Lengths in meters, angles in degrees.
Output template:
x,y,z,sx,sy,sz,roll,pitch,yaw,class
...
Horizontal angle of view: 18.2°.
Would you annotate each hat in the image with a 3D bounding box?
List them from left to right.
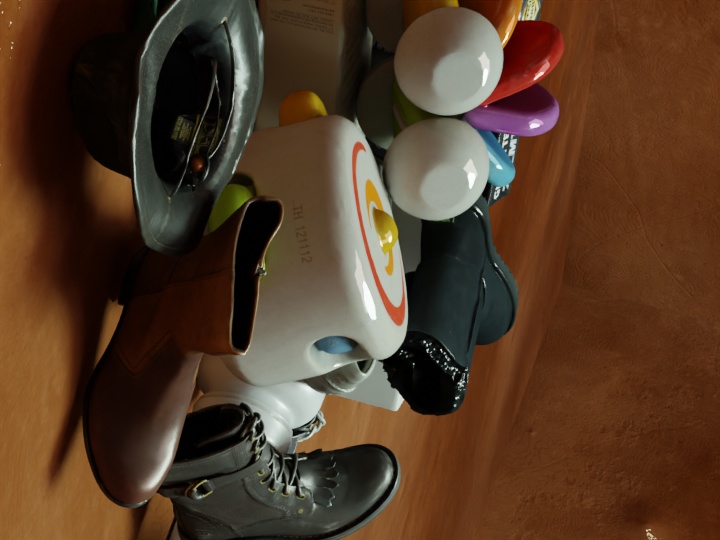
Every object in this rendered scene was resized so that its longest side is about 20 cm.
x,y,z,sx,sy,sz,roll,pitch,yaw,class
-0.128,-0.108,1.363,0.200,0.080,0.202,17,90,-74,hat

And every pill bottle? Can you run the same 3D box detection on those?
x,y,z,sx,sy,sz,roll,pitch,yaw,class
-0.069,0.055,1.807,0.109,0.108,0.201,86,21,-59,pill bottle

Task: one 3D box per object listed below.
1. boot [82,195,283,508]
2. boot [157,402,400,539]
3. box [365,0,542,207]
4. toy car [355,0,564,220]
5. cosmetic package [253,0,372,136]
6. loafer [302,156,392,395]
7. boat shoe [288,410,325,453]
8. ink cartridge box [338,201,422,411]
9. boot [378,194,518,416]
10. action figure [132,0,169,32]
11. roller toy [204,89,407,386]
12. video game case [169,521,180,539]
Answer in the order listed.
x,y,z,sx,sy,sz,roll,pitch,yaw,class
-0.107,0.058,1.454,0.200,0.068,0.190,-15,-124,63,boot
-0.072,0.148,1.679,0.174,0.199,0.070,76,-3,-60,boot
0.046,-0.177,1.858,0.050,0.199,0.200,-32,138,-51,box
0.083,-0.143,1.733,0.175,0.149,0.201,-113,-155,-58,toy car
-0.036,-0.167,1.789,0.104,0.073,0.201,-63,163,-50,cosmetic package
0.000,0.000,1.760,0.070,0.070,0.202,23,66,-37,loafer
-0.066,0.143,2.052,0.200,0.062,0.073,82,22,-69,boat shoe
-0.002,-0.010,1.974,0.147,0.144,0.201,-51,153,-64,ink cartridge box
0.071,0.050,1.830,0.201,0.076,0.169,73,27,-52,boot
-0.113,-0.175,1.448,0.118,0.054,0.201,-59,164,-66,action figure
-0.040,-0.017,1.639,0.200,0.139,0.183,-85,159,-59,roller toy
-0.126,0.222,1.957,0.200,0.022,0.183,85,22,-61,video game case
